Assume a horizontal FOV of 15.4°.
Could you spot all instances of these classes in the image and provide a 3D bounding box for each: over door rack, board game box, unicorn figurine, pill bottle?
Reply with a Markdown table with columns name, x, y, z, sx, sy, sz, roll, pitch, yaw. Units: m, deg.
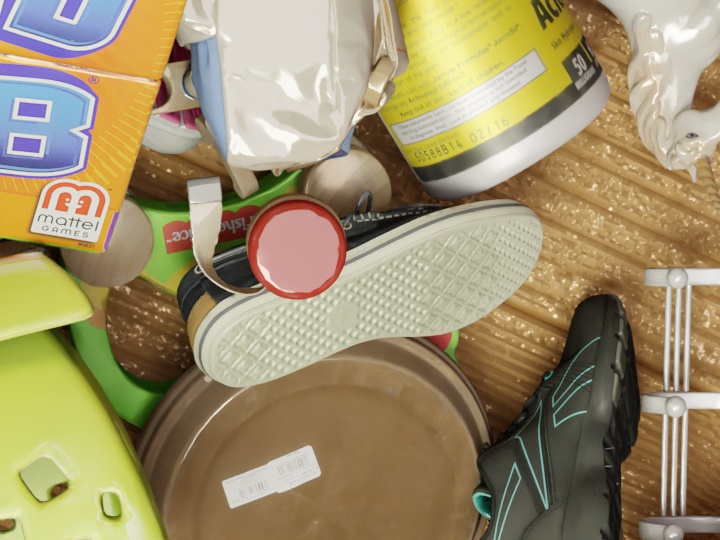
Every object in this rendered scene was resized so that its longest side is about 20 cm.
| name | x | y | z | sx | sy | sz | roll | pitch | yaw |
| --- | --- | --- | --- | --- | --- | --- | --- | --- | --- |
| over door rack | 0.244 | 0.069 | 1.409 | 0.199 | 0.067 | 0.149 | 0 | 94 | -23 |
| board game box | -0.183 | -0.160 | 1.131 | 0.199 | 0.200 | 0.200 | 9 | 131 | -15 |
| unicorn figurine | 0.163 | -0.144 | 1.390 | 0.200 | 0.074 | 0.137 | 43 | 96 | 1 |
| pill bottle | 0.032 | -0.145 | 1.334 | 0.111 | 0.111 | 0.201 | -34 | 103 | -6 |

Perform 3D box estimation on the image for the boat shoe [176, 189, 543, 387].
| name | x | y | z | sx | sy | sz | roll | pitch | yaw |
| --- | --- | --- | --- | --- | --- | --- | --- | --- | --- |
| boat shoe | 0.000 | 0.000 | 1.306 | 0.199 | 0.062 | 0.075 | -17 | 132 | -24 |

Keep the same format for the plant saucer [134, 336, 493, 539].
| name | x | y | z | sx | sy | sz | roll | pitch | yaw |
| --- | --- | --- | --- | --- | --- | --- | --- | --- | --- |
| plant saucer | -0.022 | 0.118 | 1.365 | 0.199 | 0.029 | 0.201 | -6 | 113 | -14 |

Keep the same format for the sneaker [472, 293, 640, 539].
| name | x | y | z | sx | sy | sz | roll | pitch | yaw |
| --- | --- | --- | --- | --- | --- | --- | --- | --- | --- |
| sneaker | 0.099 | 0.088 | 1.359 | 0.079 | 0.201 | 0.076 | -2 | 134 | 16 |

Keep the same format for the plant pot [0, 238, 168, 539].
| name | x | y | z | sx | sy | sz | roll | pitch | yaw |
| --- | --- | --- | --- | --- | --- | --- | --- | --- | --- |
| plant pot | -0.195 | 0.090 | 1.187 | 0.199 | 0.199 | 0.183 | -12 | 95 | -9 |

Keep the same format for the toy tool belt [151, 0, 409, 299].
| name | x | y | z | sx | sy | sz | roll | pitch | yaw |
| --- | --- | --- | --- | --- | --- | --- | --- | --- | --- |
| toy tool belt | -0.041 | -0.092 | 1.264 | 0.124 | 0.123 | 0.201 | -7 | 97 | -6 |

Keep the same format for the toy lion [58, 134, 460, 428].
| name | x | y | z | sx | sy | sz | roll | pitch | yaw |
| --- | --- | --- | --- | --- | --- | --- | --- | --- | --- |
| toy lion | -0.049 | 0.032 | 1.368 | 0.199 | 0.069 | 0.193 | -11 | 106 | -11 |

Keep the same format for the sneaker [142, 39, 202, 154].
| name | x | y | z | sx | sy | sz | roll | pitch | yaw |
| --- | --- | --- | --- | --- | --- | --- | --- | --- | --- |
| sneaker | -0.169 | -0.098 | 1.314 | 0.199 | 0.082 | 0.088 | 20 | 131 | -19 |
